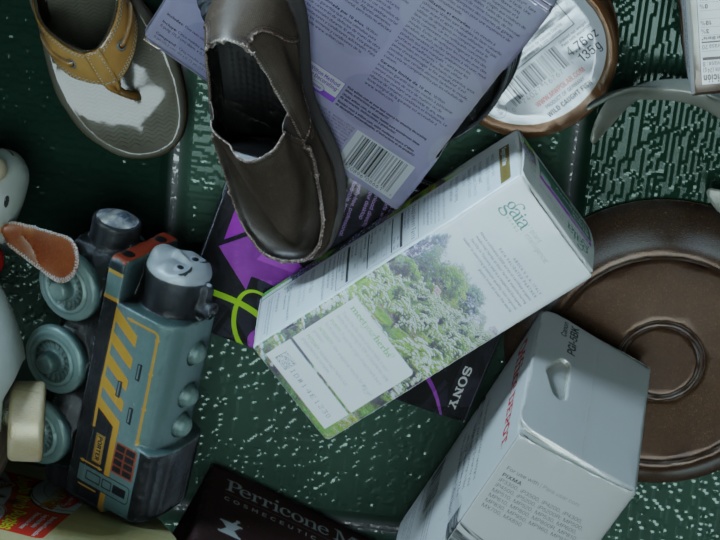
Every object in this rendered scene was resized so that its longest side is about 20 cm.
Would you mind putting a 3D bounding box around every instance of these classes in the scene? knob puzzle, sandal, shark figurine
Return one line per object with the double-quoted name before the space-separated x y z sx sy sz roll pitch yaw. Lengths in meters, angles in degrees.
"knob puzzle" -0.215 0.160 1.450 0.219 0.220 0.031 12 99 -1
"sandal" -0.161 -0.157 1.392 0.082 0.055 0.200 -9 112 7
"shark figurine" 0.244 -0.066 1.384 0.214 0.090 0.128 42 97 -11

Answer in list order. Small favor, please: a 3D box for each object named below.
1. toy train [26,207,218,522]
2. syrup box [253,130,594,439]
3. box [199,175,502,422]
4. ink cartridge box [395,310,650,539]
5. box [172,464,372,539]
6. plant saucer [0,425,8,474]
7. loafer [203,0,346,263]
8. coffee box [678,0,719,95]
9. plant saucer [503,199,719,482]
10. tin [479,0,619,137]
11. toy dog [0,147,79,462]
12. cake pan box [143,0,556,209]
"toy train" -0.149 0.062 1.452 0.114 0.085 0.200 26 117 22
"syrup box" 0.038 0.009 1.398 0.200 0.081 0.079 -33 108 14
"box" 0.000 0.000 1.459 0.200 0.036 0.143 19 113 -6
"ink cartridge box" 0.094 0.147 1.428 0.083 0.147 0.200 28 121 -5
"box" -0.070 0.265 1.485 0.166 0.200 0.164 26 112 -8
"plant saucer" -0.314 0.087 1.424 0.200 0.200 0.030 13 118 -2
"loafer" -0.062 -0.079 1.348 0.073 0.071 0.200 4 129 23
"coffee box" 0.218 -0.212 1.315 0.080 0.113 0.200 -5 113 6
"plant saucer" 0.191 0.053 1.472 0.200 0.032 0.201 2 113 4
"tin" 0.074 -0.168 1.384 0.112 0.042 0.200 -39 105 13
"toy dog" -0.231 0.018 1.377 0.132 0.096 0.200 -15 77 -16
"cake pan box" -0.002 -0.153 1.350 0.200 0.052 0.184 33 131 -3
